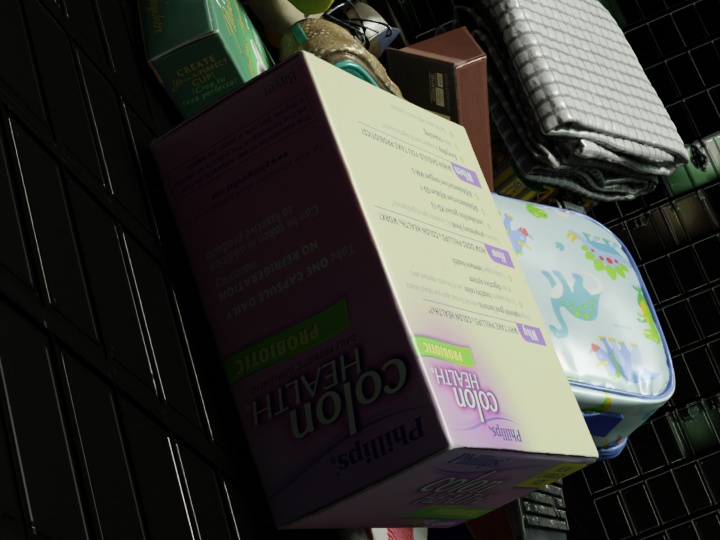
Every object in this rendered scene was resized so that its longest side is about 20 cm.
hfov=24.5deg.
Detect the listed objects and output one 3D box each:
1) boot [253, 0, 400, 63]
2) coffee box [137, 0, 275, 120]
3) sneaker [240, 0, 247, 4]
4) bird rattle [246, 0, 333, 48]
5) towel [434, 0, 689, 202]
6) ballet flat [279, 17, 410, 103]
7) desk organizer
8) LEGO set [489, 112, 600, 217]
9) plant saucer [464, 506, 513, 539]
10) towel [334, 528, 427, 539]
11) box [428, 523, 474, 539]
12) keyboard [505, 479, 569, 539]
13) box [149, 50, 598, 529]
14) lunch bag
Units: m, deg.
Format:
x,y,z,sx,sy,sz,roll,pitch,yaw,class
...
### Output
x,y,z,sx,sy,sz,roll,pitch,yaw,class
-0.027,-0.165,1.170,0.075,0.097,0.200,37,-2,10,boot
-0.067,-0.091,0.949,0.123,0.044,0.200,-105,170,-45,coffee box
-0.116,-0.260,1.042,0.146,0.081,0.200,-35,114,-66,sneaker
-0.047,-0.232,1.032,0.163,0.113,0.200,73,25,-54,bird rattle
0.163,-0.144,1.348,0.200,0.086,0.166,6,55,-50,towel
0.008,-0.092,1.036,0.065,0.070,0.200,60,3,37,ballet flat
0.078,-0.071,1.216,0.072,0.077,0.200,21,-55,45,desk organizer
0.106,-0.093,1.412,0.154,0.116,0.200,4,54,-50,LEGO set
0.073,0.082,1.121,0.200,0.037,0.200,61,16,-45,plant saucer
0.004,0.122,0.913,0.144,0.023,0.200,-99,165,-57,towel
0.066,0.161,1.178,0.121,0.032,0.200,55,16,-58,box
0.111,0.124,1.100,0.200,0.021,0.127,36,39,-73,keyboard
0.010,0.018,0.816,0.176,0.097,0.200,14,50,-61,box
0.086,0.032,1.011,0.200,0.082,0.161,11,44,-29,lunch bag
